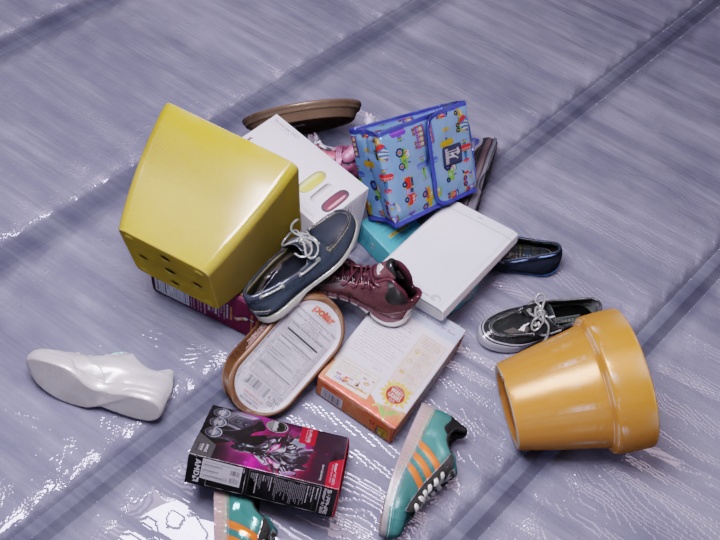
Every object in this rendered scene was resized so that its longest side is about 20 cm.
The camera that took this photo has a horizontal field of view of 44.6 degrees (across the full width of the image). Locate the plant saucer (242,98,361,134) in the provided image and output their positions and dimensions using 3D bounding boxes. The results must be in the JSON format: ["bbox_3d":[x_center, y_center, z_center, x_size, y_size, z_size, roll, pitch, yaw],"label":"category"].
[{"bbox_3d":[-0.095,-0.250,1.454,0.200,0.200,0.030,-9,92,-14],"label":"plant saucer"}]

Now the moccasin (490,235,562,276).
[{"bbox_3d":[0.228,-0.040,1.421,0.200,0.068,0.081,1,57,-6],"label":"moccasin"}]

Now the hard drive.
[{"bbox_3d":[0.132,-0.022,1.346,0.132,0.027,0.200,31,57,26],"label":"hard drive"}]

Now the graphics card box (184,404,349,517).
[{"bbox_3d":[-0.119,0.249,1.159,0.200,0.051,0.125,13,23,1],"label":"graphics card box"}]

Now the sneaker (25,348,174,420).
[{"bbox_3d":[-0.359,0.142,1.222,0.200,0.075,0.089,19,44,-3],"label":"sneaker"}]

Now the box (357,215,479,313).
[{"bbox_3d":[0.089,-0.016,1.396,0.082,0.049,0.200,-34,68,-26],"label":"box"}]

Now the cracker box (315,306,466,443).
[{"bbox_3d":[0.046,0.133,1.287,0.134,0.058,0.200,33,59,14],"label":"cracker box"}]

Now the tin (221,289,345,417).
[{"bbox_3d":[-0.105,0.117,1.227,0.200,0.042,0.112,-49,118,-5],"label":"tin"}]

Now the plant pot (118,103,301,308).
[{"bbox_3d":[-0.211,-0.069,1.184,0.200,0.200,0.176,26,68,8],"label":"plant pot"}]

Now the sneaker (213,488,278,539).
[{"bbox_3d":[-0.143,0.353,1.107,0.080,0.071,0.200,-4,57,-6],"label":"sneaker"}]

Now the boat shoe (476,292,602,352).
[{"bbox_3d":[0.278,0.077,1.353,0.199,0.068,0.074,-3,57,-10],"label":"boat shoe"}]

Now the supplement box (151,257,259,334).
[{"bbox_3d":[-0.194,0.000,1.310,0.200,0.103,0.131,26,57,7],"label":"supplement box"}]

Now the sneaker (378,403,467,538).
[{"bbox_3d":[0.087,0.275,1.184,0.080,0.071,0.200,20,55,9],"label":"sneaker"}]

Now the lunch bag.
[{"bbox_3d":[0.100,-0.173,1.376,0.200,0.151,0.094,-22,21,-24],"label":"lunch bag"}]

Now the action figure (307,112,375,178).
[{"bbox_3d":[-0.008,-0.171,1.439,0.200,0.134,0.149,-1,81,-35],"label":"action figure"}]

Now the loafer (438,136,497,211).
[{"bbox_3d":[0.184,-0.157,1.493,0.063,0.072,0.200,16,57,9],"label":"loafer"}]

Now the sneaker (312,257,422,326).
[{"bbox_3d":[0.000,0.000,1.242,0.200,0.116,0.076,25,58,-9],"label":"sneaker"}]

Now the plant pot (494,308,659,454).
[{"bbox_3d":[0.294,0.171,1.236,0.183,0.200,0.200,-14,59,1],"label":"plant pot"}]

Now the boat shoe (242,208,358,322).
[{"bbox_3d":[-0.083,-0.018,1.200,0.200,0.062,0.075,-43,49,-13],"label":"boat shoe"}]

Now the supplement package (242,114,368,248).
[{"bbox_3d":[-0.104,-0.111,1.364,0.200,0.156,0.111,40,60,17],"label":"supplement package"}]
